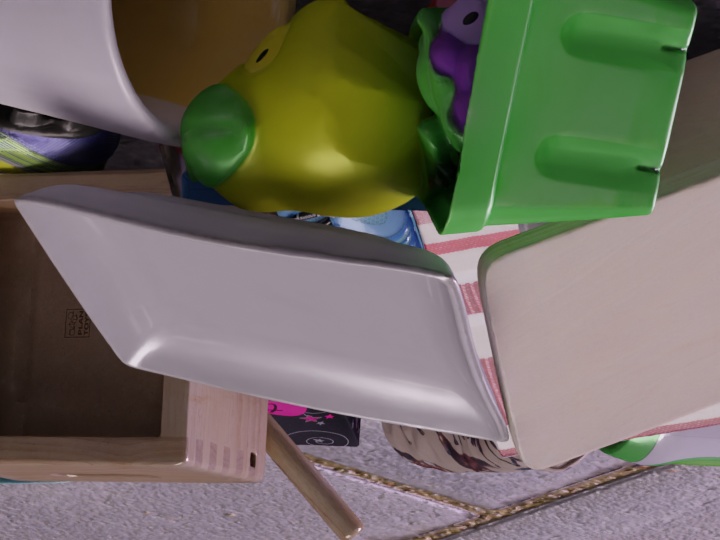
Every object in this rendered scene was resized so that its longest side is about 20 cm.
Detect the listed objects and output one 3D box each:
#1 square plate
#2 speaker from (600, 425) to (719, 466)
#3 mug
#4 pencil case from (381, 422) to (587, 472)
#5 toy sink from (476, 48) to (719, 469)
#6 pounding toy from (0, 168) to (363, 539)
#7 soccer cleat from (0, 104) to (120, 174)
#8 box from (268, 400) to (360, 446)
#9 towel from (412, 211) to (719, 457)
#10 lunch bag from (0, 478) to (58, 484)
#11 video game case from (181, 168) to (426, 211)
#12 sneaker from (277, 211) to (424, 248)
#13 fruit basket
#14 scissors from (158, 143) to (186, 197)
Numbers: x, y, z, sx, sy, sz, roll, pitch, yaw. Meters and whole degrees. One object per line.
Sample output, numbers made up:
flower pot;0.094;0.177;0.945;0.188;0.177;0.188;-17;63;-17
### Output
square plate;-0.037;0.016;1.268;0.200;0.028;0.198;11;159;15
speaker;0.235;0.075;1.626;0.200;0.088;0.088;4;159;-22
mug;-0.127;-0.124;1.282;0.153;0.149;0.187;5;149;30
pencil case;0.076;0.074;1.642;0.078;0.089;0.200;-27;-173;-21
toy sink;0.140;-0.012;1.350;0.200;0.112;0.130;-21;125;-9
pounding toy;-0.112;0.049;1.517;0.200;0.184;0.142;-1;170;22
soccer cleat;-0.229;-0.078;1.506;0.200;0.065;0.084;4;145;-3
box;-0.100;0.026;1.646;0.200;0.132;0.115;0;155;12
towel;0.114;0.009;1.470;0.144;0.023;0.200;-9;125;15
lunch bag;-0.255;0.079;1.828;0.170;0.122;0.200;-5;163;18
video game case;0.002;-0.067;1.388;0.143;0.018;0.200;1;-162;9
sneaker;0.000;0.000;1.505;0.078;0.090;0.200;-5;132;44
fruit basket;0.027;-0.090;1.218;0.216;0.156;0.216;11;-168;-2
scissors;-0.090;-0.065;1.371;0.014;0.200;0.073;-33;142;10
